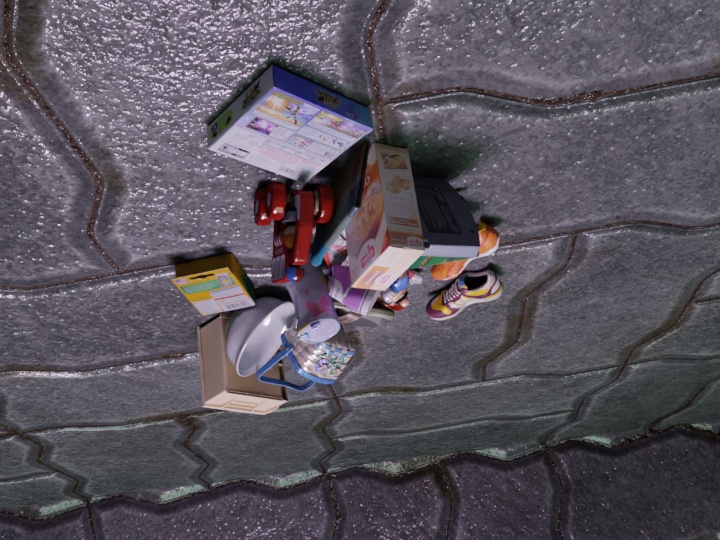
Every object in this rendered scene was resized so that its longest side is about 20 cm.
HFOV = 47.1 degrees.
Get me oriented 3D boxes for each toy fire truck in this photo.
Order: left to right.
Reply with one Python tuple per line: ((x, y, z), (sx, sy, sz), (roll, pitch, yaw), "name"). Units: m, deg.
((-0.119, -0.063, 1.452), (0.110, 0.171, 0.200), (1, 176, -21), "toy fire truck")

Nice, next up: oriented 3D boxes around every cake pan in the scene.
((-0.038, 0.092, 1.891), (0.197, 0.037, 0.200), (12, 168, 2), "cake pan")

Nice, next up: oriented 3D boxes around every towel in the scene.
((-0.035, -0.112, 1.442), (0.021, 0.149, 0.200), (19, 145, -17), "towel")

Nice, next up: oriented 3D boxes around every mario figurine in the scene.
((0.093, 0.034, 1.825), (0.121, 0.108, 0.201), (-5, 152, -12), "mario figurine")

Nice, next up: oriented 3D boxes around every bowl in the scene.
((-0.245, 0.133, 1.888), (0.090, 0.202, 0.202), (34, 157, 16), "bowl")

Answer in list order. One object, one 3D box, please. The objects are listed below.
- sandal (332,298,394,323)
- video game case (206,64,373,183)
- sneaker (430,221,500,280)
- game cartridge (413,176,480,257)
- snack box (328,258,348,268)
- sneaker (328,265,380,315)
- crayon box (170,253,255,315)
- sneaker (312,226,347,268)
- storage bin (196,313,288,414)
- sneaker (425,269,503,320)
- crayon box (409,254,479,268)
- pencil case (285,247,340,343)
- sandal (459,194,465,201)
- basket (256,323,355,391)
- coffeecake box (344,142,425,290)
((-0.025, 0.087, 1.761), (0.198, 0.058, 0.080), (14, -167, -9), "sandal")
((-0.111, -0.224, 1.301), (0.198, 0.046, 0.180), (15, 147, -40), "video game case")
((0.212, -0.046, 1.764), (0.077, 0.074, 0.200), (30, 135, -21), "sneaker")
((0.134, -0.095, 1.468), (0.131, 0.201, 0.042), (5, 130, -23), "game cartridge")
((0.019, -0.047, 1.727), (0.071, 0.025, 0.199), (13, 147, -37), "snack box")
((0.000, 0.000, 1.652), (0.113, 0.201, 0.073), (23, 125, 10), "sneaker")
((-0.308, 0.025, 1.739), (0.124, 0.052, 0.201), (-11, 155, 5), "crayon box")
((-0.026, -0.062, 1.633), (0.106, 0.068, 0.202), (-11, 152, 10), "sneaker")
((-0.281, 0.227, 1.987), (0.093, 0.203, 0.197), (-31, 147, 35), "storage bin")
((0.233, 0.049, 1.950), (0.198, 0.076, 0.090), (-25, 143, 17), "sneaker")
((0.123, -0.046, 1.612), (0.198, 0.059, 0.118), (-9, -170, -39), "crayon box")
((-0.106, 0.049, 1.681), (0.090, 0.202, 0.083), (-24, 147, 9), "pencil case")
((0.106, -0.111, 1.560), (0.196, 0.077, 0.043), (-5, 161, -7), "sandal")
((-0.127, 0.207, 1.941), (0.200, 0.140, 0.175), (-41, 145, 23), "basket")
((0.034, -0.091, 1.438), (0.072, 0.203, 0.154), (6, 151, -26), "coffeecake box")
